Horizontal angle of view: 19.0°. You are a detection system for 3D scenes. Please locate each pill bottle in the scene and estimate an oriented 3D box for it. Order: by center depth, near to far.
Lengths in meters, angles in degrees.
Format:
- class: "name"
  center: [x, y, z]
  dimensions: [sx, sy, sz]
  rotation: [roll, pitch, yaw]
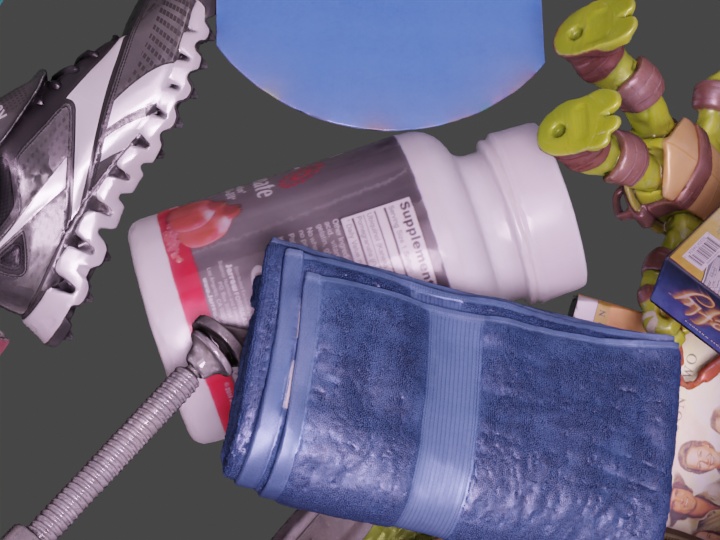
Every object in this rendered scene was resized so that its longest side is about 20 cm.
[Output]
- class: "pill bottle"
  center: [0.000, 0.000, 1.006]
  dimensions: [0.199, 0.111, 0.111]
  rotation: [-18, 86, -3]

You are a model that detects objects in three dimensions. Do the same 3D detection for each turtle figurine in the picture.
- class: "turtle figurine"
  center: [0.147, -0.060, 1.013]
  dimensions: [0.161, 0.064, 0.201]
  rotation: [38, 69, -42]

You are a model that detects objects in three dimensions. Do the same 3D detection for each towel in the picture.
- class: "towel"
  center: [0.043, 0.062, 0.923]
  dimensions: [0.199, 0.049, 0.112]
  rotation: [15, 65, -15]

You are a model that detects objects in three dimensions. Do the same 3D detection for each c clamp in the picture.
- class: "c clamp"
  center: [-0.087, 0.095, 0.911]
  dimensions: [0.200, 0.027, 0.171]
  rotation: [-41, 94, -25]

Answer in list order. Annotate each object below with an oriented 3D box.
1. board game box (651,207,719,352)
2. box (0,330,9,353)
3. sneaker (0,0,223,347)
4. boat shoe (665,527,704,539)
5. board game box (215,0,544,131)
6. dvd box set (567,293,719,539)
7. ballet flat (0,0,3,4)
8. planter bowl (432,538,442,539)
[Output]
- class: "board game box"
  center: [0.244, -0.013, 0.970]
  dimensions: [0.135, 0.035, 0.200]
  rotation: [39, 59, 19]
- class: "box"
  center: [-0.278, 0.066, 0.997]
  dimensions: [0.128, 0.109, 0.200]
  rotation: [39, 86, 3]
- class: "sneaker"
  center: [-0.137, -0.070, 1.026]
  dimensions: [0.090, 0.066, 0.201]
  rotation: [27, 87, -13]
- class: "boat shoe"
  center: [0.181, 0.195, 0.990]
  dimensions: [0.200, 0.068, 0.072]
  rotation: [39, 111, -8]
- class: "board game box"
  center: [0.007, -0.156, 1.054]
  dimensions: [0.157, 0.039, 0.201]
  rotation: [0, 73, -5]
- class: "dvd box set"
  center: [0.180, 0.107, 1.041]
  dimensions: [0.199, 0.029, 0.147]
  rotation: [16, 85, 0]
- class: "ballet flat"
  center: [-0.216, -0.108, 1.027]
  dimensions: [0.075, 0.068, 0.201]
  rotation: [6, 64, 24]
- class: "planter bowl"
  center: [0.071, 0.224, 0.986]
  dimensions: [0.199, 0.083, 0.202]
  rotation: [-8, 75, 30]
